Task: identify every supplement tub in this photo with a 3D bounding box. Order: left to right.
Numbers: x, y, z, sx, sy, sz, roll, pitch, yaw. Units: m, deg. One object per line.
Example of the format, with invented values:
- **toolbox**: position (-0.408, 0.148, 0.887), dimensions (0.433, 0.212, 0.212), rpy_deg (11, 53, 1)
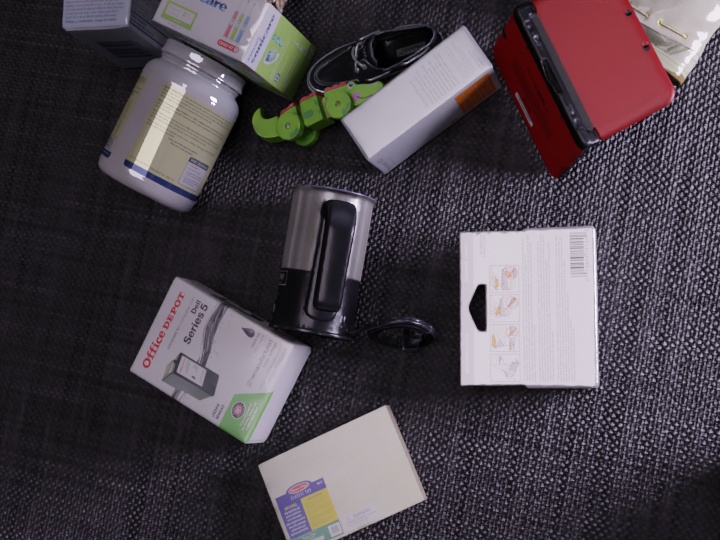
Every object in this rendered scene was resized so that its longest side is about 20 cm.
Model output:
- **supplement tub**: position (-0.255, -0.198, 1.521), dimensions (0.144, 0.145, 0.202), rpy_deg (28, 91, 16)

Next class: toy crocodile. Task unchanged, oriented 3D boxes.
- **toy crocodile**: position (-0.054, -0.216, 1.499), dimensions (0.197, 0.067, 0.063), rpy_deg (-19, 81, 22)

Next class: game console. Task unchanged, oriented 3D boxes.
- **game console**: position (0.275, -0.248, 1.399), dimensions (0.117, 0.173, 0.202), rpy_deg (-20, 77, -16)

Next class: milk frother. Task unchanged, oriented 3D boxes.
- **milk frother**: position (0.000, 0.000, 1.450), dimensions (0.197, 0.180, 0.191), rpy_deg (11, 86, -27)

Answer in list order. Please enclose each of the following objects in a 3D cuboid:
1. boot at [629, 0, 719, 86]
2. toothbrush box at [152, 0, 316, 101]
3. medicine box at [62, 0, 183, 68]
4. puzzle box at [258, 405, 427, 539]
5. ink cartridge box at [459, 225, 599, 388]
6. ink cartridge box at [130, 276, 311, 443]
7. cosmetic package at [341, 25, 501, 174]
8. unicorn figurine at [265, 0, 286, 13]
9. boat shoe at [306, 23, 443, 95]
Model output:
- **boot**: position (0.373, -0.353, 1.406), dimensions (0.199, 0.072, 0.155), rpy_deg (40, 95, 10)
- **toothbrush box**: position (-0.163, -0.314, 1.480), dimensions (0.144, 0.200, 0.087), rpy_deg (27, 91, 15)
- **medicine box**: position (-0.321, -0.406, 1.542), dimensions (0.101, 0.182, 0.204), rpy_deg (1, 84, 14)
- **puzzle box**: position (-0.026, 0.279, 1.468), dimensions (0.198, 0.025, 0.135), rpy_deg (-25, 78, 11)
- **ink cartridge box**: position (0.215, 0.048, 1.417), dimensions (0.173, 0.045, 0.204), rpy_deg (-1, 83, 14)
- **ink cartridge box**: position (-0.189, 0.120, 1.499), dimensions (0.198, 0.084, 0.147), rpy_deg (28, 92, 16)
- **cosmetic package**: position (0.082, -0.220, 1.455), dimensions (0.199, 0.101, 0.072), rpy_deg (-36, 77, 10)
- **unicorn figurine**: position (-0.130, -0.466, 1.562), dimensions (0.137, 0.074, 0.201), rpy_deg (-36, 90, -1)
- **boat shoe**: position (0.015, -0.286, 1.497), dimensions (0.197, 0.068, 0.073), rpy_deg (-12, 81, 14)
